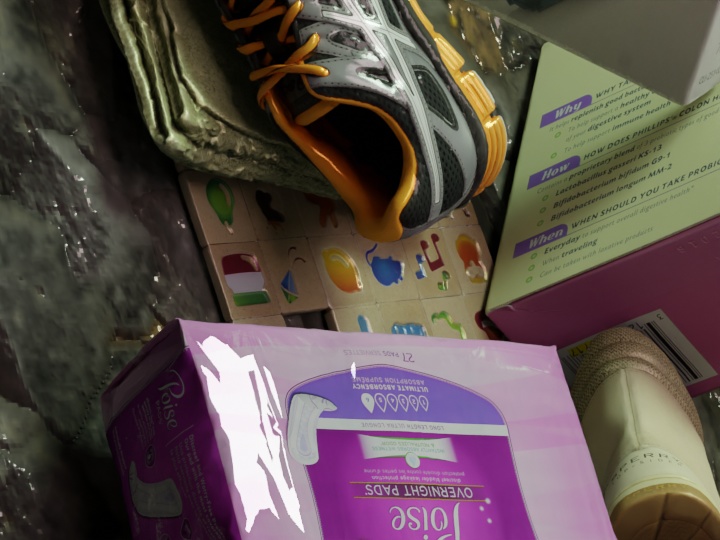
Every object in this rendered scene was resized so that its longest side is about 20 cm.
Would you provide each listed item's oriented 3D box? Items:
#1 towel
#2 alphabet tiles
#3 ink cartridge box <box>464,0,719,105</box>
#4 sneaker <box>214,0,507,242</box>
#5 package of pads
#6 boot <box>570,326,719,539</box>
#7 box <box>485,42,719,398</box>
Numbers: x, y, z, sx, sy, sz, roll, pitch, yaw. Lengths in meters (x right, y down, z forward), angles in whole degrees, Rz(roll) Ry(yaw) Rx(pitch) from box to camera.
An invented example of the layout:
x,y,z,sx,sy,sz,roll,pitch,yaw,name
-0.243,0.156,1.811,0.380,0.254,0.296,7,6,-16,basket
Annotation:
x,y,z,sx,sy,sz,roll,pitch,yaw,name
-0.036,-0.097,1.141,0.199,0.036,0.149,11,55,-46,towel
0.000,0.000,1.161,0.199,0.008,0.168,-5,73,-53,alphabet tiles
0.097,-0.197,1.187,0.199,0.177,0.045,28,30,21,ink cartridge box
-0.019,-0.098,1.069,0.200,0.078,0.077,49,44,-8,sneaker
0.006,0.088,1.000,0.199,0.076,0.121,5,56,-38,package of pads
0.136,0.142,1.181,0.156,0.072,0.201,-97,174,-60,boot
0.169,-0.047,1.252,0.097,0.175,0.201,45,38,-28,box
